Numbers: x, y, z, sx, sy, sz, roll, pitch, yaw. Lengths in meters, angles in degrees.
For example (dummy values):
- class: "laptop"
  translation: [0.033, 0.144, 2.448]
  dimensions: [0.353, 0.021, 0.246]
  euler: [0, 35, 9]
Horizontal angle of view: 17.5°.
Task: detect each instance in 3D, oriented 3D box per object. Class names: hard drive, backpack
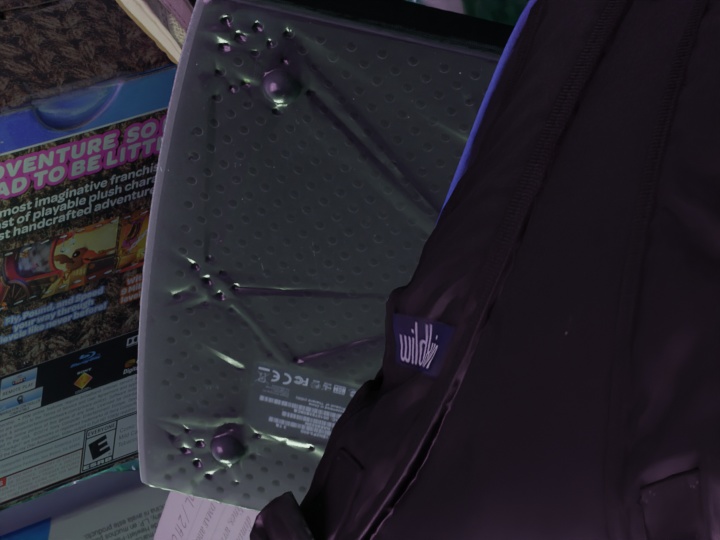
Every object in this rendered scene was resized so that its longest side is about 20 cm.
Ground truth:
- class: "hard drive"
  translation: [0.000, 0.000, 0.741]
  dimensions: [0.134, 0.042, 0.201]
  euler: [13, 129, 3]
- class: "backpack"
  translation: [0.099, 0.010, 0.552]
  dimensions: [0.183, 0.147, 0.201]
  euler: [-5, 62, 53]

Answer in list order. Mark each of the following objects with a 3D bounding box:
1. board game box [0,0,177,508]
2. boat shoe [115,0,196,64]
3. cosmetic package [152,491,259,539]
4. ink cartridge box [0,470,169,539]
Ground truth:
- class: "board game box"
  translation: [-0.141, -0.013, 0.894]
  dimensions: [0.097, 0.159, 0.201]
  euler: [44, 137, 35]
- class: "boat shoe"
  translation: [-0.033, -0.091, 0.785]
  dimensions: [0.066, 0.072, 0.202]
  euler: [-31, 87, 47]
- class: "cosmetic package"
  translation: [0.009, 0.146, 0.835]
  dimensions: [0.200, 0.074, 0.102]
  euler: [53, 143, 27]
- class: "ink cartridge box"
  translation: [-0.119, 0.200, 0.978]
  dimensions: [0.084, 0.145, 0.201]
  euler: [-10, 96, 57]
